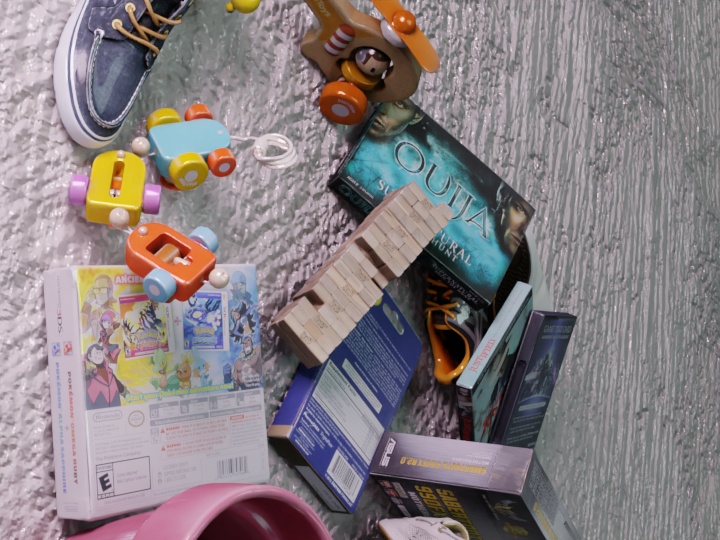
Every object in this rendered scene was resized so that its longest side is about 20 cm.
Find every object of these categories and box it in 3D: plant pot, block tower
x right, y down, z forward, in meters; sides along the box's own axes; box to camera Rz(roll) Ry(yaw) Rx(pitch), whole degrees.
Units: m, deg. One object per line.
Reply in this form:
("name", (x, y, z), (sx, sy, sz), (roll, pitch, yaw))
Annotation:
("plant pot", (-0.133, 0.251, 0.872), (0.199, 0.177, 0.203), (10, 77, -51))
("block tower", (0.000, 0.000, 1.133), (0.058, 0.054, 0.200), (48, 63, -8))

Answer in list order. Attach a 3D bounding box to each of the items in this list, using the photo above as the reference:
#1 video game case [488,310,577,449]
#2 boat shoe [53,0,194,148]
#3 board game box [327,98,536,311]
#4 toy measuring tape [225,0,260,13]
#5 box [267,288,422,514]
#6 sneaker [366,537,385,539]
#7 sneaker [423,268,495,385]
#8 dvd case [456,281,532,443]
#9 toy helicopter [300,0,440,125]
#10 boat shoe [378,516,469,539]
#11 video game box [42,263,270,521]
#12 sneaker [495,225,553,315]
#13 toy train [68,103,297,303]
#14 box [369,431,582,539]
("video game case", (0.182, 0.142, 1.353), (0.143, 0.019, 0.202), (7, 101, -66))
("boat shoe", (-0.170, -0.194, 0.948), (0.071, 0.090, 0.203), (29, 63, -47))
("board game box", (0.076, -0.073, 1.240), (0.199, 0.028, 0.136), (39, 57, -13))
("toy measuring tape", (-0.147, -0.297, 1.035), (0.073, 0.073, 0.201), (-31, 88, -50))
("box", (-0.009, 0.112, 1.174), (0.122, 0.032, 0.201), (55, 48, -34))
("sneaker", (0.016, 0.316, 1.115), (0.100, 0.069, 0.202), (-80, 174, -47))
("sneaker", (0.099, 0.027, 1.295), (0.077, 0.078, 0.203), (-25, 107, -46))
("dvd case", (0.145, 0.129, 1.309), (0.146, 0.022, 0.201), (-54, 150, -33))
("toy helicopter", (-0.009, -0.227, 1.132), (0.200, 0.131, 0.080), (48, 51, -38))
("boat shoe", (0.070, 0.260, 1.135), (0.069, 0.200, 0.071), (-28, 98, -12))
("video game box", (-0.155, 0.088, 0.973), (0.199, 0.046, 0.185), (0, 88, -53))
("sneaker", (0.178, 0.017, 1.413), (0.085, 0.072, 0.203), (-36, 122, -58))
("toy train", (-0.138, -0.048, 0.957), (0.200, 0.149, 0.056), (-54, 166, -45))
("box", (0.118, 0.235, 1.201), (0.201, 0.157, 0.049), (59, 45, -45))
